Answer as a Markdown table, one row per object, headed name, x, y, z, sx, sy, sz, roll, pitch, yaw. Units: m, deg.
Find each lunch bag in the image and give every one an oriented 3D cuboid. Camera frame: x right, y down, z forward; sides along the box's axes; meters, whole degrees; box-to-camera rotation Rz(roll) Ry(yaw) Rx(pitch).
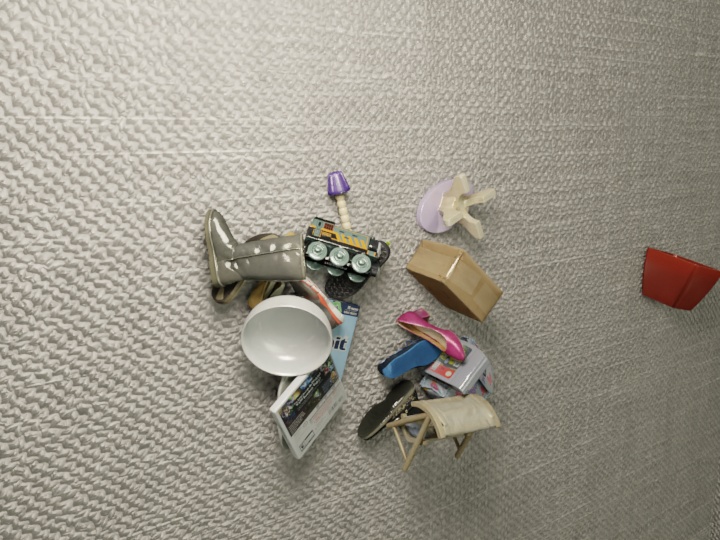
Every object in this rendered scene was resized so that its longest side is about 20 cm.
| name | x | y | z | sx | sy | sz | roll | pitch | yaw |
| --- | --- | --- | --- | --- | --- | --- | --- | --- | --- |
| lunch bag | 0.295 | 0.311 | 1.572 | 0.200 | 0.127 | 0.170 | -50 | 125 | -19 |

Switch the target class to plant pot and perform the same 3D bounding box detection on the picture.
| name | x | y | z | sx | sy | sz | roll | pitch | yaw |
| --- | --- | --- | --- | --- | --- | --- | --- | --- | --- |
| plant pot | 1.177 | 0.040 | 2.041 | 0.198 | 0.200 | 0.178 | 9 | 106 | -33 |

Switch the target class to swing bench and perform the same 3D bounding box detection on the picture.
| name | x | y | z | sx | sy | sz | roll | pitch | yaw |
| --- | --- | --- | --- | --- | --- | --- | --- | --- | --- |
| swing bench | 0.207 | 0.393 | 1.387 | 0.197 | 0.131 | 0.201 | 2 | 139 | -33 |

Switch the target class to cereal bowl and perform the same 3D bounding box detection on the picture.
| name | x | y | z | sx | sy | sz | roll | pitch | yaw |
| --- | --- | --- | --- | --- | --- | --- | --- | --- | --- |
| cereal bowl | -0.160 | 0.133 | 1.207 | 0.197 | 0.084 | 0.202 | -1 | 124 | -2 |

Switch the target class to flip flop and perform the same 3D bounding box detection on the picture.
| name | x | y | z | sx | sy | sz | roll | pitch | yaw |
| --- | --- | --- | --- | --- | --- | --- | --- | --- | --- |
| flip flop | -0.247 | -0.002 | 1.212 | 0.201 | 0.081 | 0.058 | -54 | 143 | -14 |

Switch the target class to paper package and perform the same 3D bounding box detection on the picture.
| name | x | y | z | sx | sy | sz | roll | pitch | yaw |
| --- | --- | --- | --- | --- | --- | --- | --- | --- | --- |
| paper package | 0.246 | 0.024 | 1.449 | 0.200 | 0.190 | 0.104 | 41 | 81 | -30 |

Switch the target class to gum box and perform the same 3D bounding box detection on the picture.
| name | x | y | z | sx | sy | sz | roll | pitch | yaw |
| --- | --- | --- | --- | --- | --- | --- | --- | --- | --- |
| gum box | -0.103 | 0.166 | 1.344 | 0.168 | 0.044 | 0.202 | 14 | 92 | -32 |

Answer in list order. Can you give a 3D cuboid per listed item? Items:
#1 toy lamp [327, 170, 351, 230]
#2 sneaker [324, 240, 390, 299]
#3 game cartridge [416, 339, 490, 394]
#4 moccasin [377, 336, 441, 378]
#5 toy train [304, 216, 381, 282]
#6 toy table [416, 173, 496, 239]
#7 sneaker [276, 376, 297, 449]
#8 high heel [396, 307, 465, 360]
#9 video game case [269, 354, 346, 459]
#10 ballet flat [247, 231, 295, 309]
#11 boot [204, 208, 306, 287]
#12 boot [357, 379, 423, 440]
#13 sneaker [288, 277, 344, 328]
| name | x | y | z | sx | sy | sz | roll | pitch | yaw |
| --- | --- | --- | --- | --- | --- | --- | --- | --- | --- |
| toy lamp | -0.039 | -0.139 | 1.322 | 0.058 | 0.058 | 0.202 | -24 | 112 | -26 |
| sneaker | 0.000 | 0.000 | 1.362 | 0.199 | 0.083 | 0.072 | -37 | 93 | 5 |
| game cartridge | 0.253 | 0.251 | 1.489 | 0.133 | 0.199 | 0.041 | -44 | 116 | -18 |
| moccasin | 0.131 | 0.228 | 1.489 | 0.198 | 0.068 | 0.081 | -14 | 98 | -30 |
| toy train | -0.046 | -0.049 | 1.271 | 0.198 | 0.085 | 0.115 | 16 | 65 | -3 |
| toy table | 0.261 | -0.171 | 1.468 | 0.200 | 0.117 | 0.185 | -44 | 118 | -19 |
| sneaker | -0.176 | 0.319 | 1.299 | 0.070 | 0.080 | 0.203 | -2 | 107 | -30 |
| high heel | 0.185 | 0.177 | 1.445 | 0.095 | 0.200 | 0.068 | -19 | 144 | -33 |
| video game case | -0.116 | 0.310 | 1.281 | 0.200 | 0.023 | 0.183 | -47 | 137 | -34 |
| ballet flat | -0.184 | 0.009 | 1.251 | 0.069 | 0.063 | 0.201 | 35 | 81 | -54 |
| boot | -0.218 | -0.055 | 1.148 | 0.198 | 0.073 | 0.184 | -11 | 88 | 8 |
| boot | 0.100 | 0.420 | 1.501 | 0.203 | 0.073 | 0.154 | -42 | 121 | -17 |
| sneaker | -0.116 | 0.079 | 1.250 | 0.082 | 0.077 | 0.200 | -42 | 121 | -4 |
